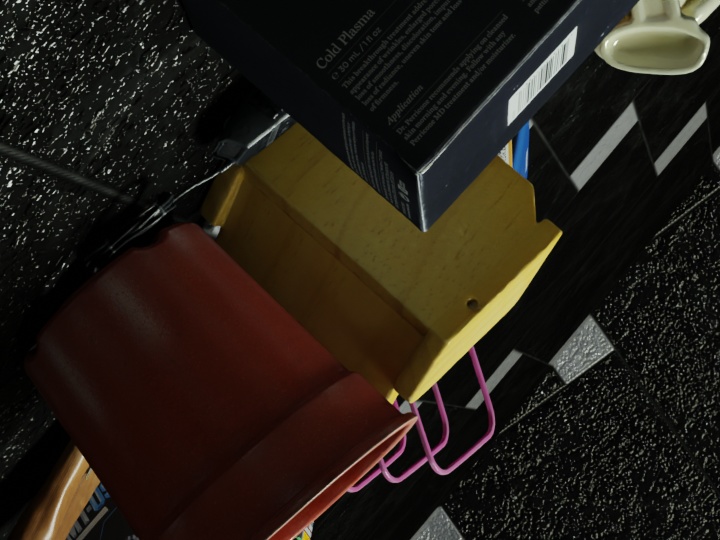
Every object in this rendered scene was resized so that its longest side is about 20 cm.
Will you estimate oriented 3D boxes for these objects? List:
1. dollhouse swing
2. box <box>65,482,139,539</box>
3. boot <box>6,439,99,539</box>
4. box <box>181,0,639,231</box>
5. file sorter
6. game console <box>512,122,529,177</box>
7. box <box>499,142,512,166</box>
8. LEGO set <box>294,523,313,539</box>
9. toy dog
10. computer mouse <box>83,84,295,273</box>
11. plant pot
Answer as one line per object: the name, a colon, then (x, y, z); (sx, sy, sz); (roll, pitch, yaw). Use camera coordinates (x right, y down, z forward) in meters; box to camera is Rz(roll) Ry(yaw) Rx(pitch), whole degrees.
dollhouse swing: (0.000, 0.000, 1.196); (0.182, 0.200, 0.176); (-41, 163, -30)
box: (-0.173, 0.247, 1.322); (0.200, 0.198, 0.050); (-49, 165, -1)
boot: (-0.236, 0.203, 1.203); (0.201, 0.068, 0.188); (-58, 171, -16)
box: (0.032, -0.162, 0.909); (0.200, 0.182, 0.104); (-46, 167, -8)
file sorter: (-0.004, 0.117, 1.457); (0.199, 0.126, 0.139); (-14, -174, 31)
game console: (0.085, -0.051, 1.548); (0.200, 0.117, 0.172); (74, 26, -74)
box: (0.093, -0.070, 1.324); (0.119, 0.041, 0.202); (-109, -163, -78)
LEGO set: (-0.128, 0.228, 1.514); (0.154, 0.198, 0.117); (53, 42, -55)
toy dog: (0.208, -0.239, 1.318); (0.193, 0.140, 0.200); (-12, -159, 28)
computer mouse: (-0.100, -0.070, 1.073); (0.200, 0.034, 0.059); (-40, 179, -15)
plant pot: (-0.100, 0.087, 1.091); (0.200, 0.195, 0.201); (-40, 172, -7)
